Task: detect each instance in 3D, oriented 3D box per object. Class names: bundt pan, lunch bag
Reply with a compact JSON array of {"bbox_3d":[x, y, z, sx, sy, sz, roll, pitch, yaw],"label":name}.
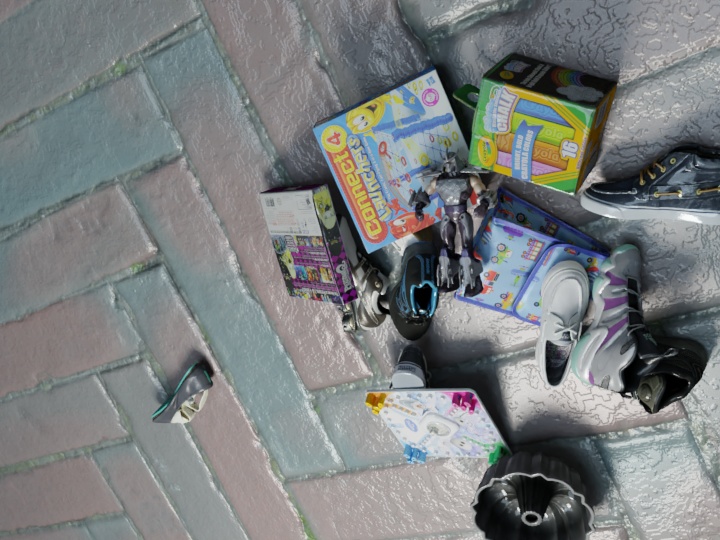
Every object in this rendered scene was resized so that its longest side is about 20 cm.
[{"bbox_3d":[0.280,0.372,1.516,0.197,0.076,0.206,8,125,11],"label":"bundt pan"},{"bbox_3d":[0.257,-0.002,1.366,0.196,0.095,0.152,23,124,0],"label":"lunch bag"}]

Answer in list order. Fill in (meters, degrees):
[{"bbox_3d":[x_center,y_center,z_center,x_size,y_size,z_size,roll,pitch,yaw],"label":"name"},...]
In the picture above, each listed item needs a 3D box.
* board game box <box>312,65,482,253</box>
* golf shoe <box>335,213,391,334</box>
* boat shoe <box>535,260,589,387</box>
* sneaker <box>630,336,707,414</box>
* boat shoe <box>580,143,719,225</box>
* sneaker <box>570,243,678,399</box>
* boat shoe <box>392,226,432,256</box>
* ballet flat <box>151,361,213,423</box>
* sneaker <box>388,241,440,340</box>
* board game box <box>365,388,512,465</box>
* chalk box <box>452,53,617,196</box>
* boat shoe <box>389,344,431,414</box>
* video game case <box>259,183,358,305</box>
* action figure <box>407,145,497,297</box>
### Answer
[{"bbox_3d":[0.058,-0.158,1.352,0.193,0.056,0.203,-24,104,8],"label":"board game box"},{"bbox_3d":[0.000,0.000,1.521,0.092,0.078,0.204,-9,111,9],"label":"golf shoe"},{"bbox_3d":[0.285,0.081,1.337,0.070,0.069,0.203,6,128,-4],"label":"boat shoe"},{"bbox_3d":[0.384,0.143,1.340,0.196,0.114,0.078,5,116,29],"label":"sneaker"},{"bbox_3d":[0.390,-0.119,1.229,0.196,0.071,0.093,5,117,19],"label":"boat shoe"},{"bbox_3d":[0.376,0.075,1.273,0.139,0.076,0.205,25,103,53],"label":"sneaker"},{"bbox_3d":[0.022,-0.099,1.444,0.201,0.071,0.069,49,126,-3],"label":"boat shoe"},{"bbox_3d":[-0.347,0.260,1.849,0.073,0.073,0.200,44,126,2],"label":"ballet flat"},{"bbox_3d":[0.084,0.051,1.456,0.071,0.083,0.202,-2,137,-4],"label":"sneaker"},{"bbox_3d":[0.128,0.262,1.549,0.196,0.026,0.201,-4,137,30],"label":"board game box"},{"bbox_3d":[0.219,-0.202,1.246,0.197,0.125,0.126,20,123,21],"label":"chalk box"},{"bbox_3d":[0.083,0.195,1.566,0.072,0.069,0.201,6,143,14],"label":"boat shoe"},{"bbox_3d":[-0.085,-0.042,1.490,0.199,0.035,0.185,4,112,61],"label":"video game case"},{"bbox_3d":[0.133,-0.070,1.294,0.128,0.069,0.205,2,104,38],"label":"action figure"}]
